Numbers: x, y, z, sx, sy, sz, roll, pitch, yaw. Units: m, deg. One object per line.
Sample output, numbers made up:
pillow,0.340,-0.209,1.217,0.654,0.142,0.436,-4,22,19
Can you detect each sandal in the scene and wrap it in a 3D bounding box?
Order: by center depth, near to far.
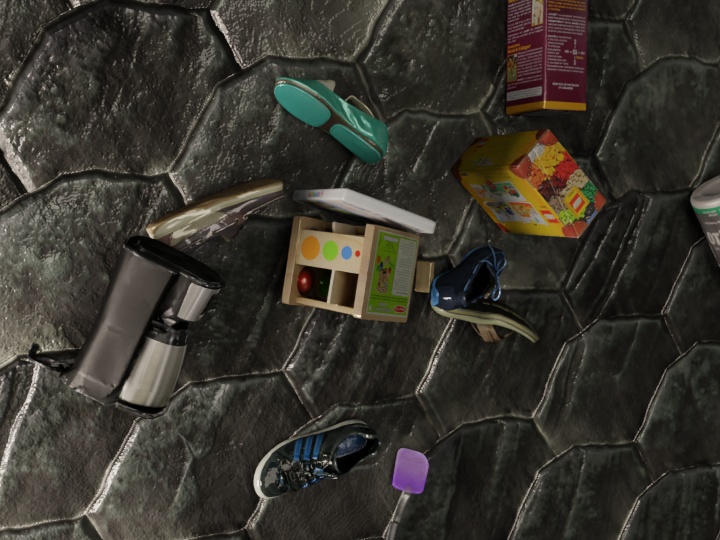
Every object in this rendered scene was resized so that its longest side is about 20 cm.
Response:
sandal,0.195,0.080,1.416,0.198,0.080,0.058,15,110,-20

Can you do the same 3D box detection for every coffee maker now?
coffee maker,-0.298,0.062,1.134,0.190,0.135,0.202,20,98,-28

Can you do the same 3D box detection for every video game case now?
video game case,0.000,-0.084,1.238,0.142,0.199,0.018,18,86,-24

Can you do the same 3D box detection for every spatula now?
spatula,0.061,0.385,1.398,0.056,0.021,0.203,16,90,-12

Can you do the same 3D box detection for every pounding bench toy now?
pounding bench toy,0.000,0.000,1.284,0.199,0.154,0.126,9,90,-56

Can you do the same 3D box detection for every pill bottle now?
pill bottle,0.685,-0.067,1.594,0.113,0.113,0.201,-36,107,-17

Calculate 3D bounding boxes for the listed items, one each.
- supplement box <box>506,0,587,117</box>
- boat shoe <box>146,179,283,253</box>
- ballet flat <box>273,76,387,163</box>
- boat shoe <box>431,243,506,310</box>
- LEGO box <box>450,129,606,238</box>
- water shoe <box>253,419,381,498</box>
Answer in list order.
supplement box,0.294,-0.351,1.399,0.084,0.110,0.203,-2,95,-24
boat shoe,-0.195,-0.071,1.226,0.198,0.072,0.066,-23,108,-17
ballet flat,-0.040,-0.235,1.292,0.199,0.067,0.071,32,57,-23
boat shoe,0.182,0.022,1.362,0.200,0.068,0.085,-37,126,-46
LEGO box,0.251,-0.130,1.347,0.149,0.199,0.077,45,77,-20
water shoe,-0.063,0.278,1.303,0.198,0.079,0.072,-25,103,-20
